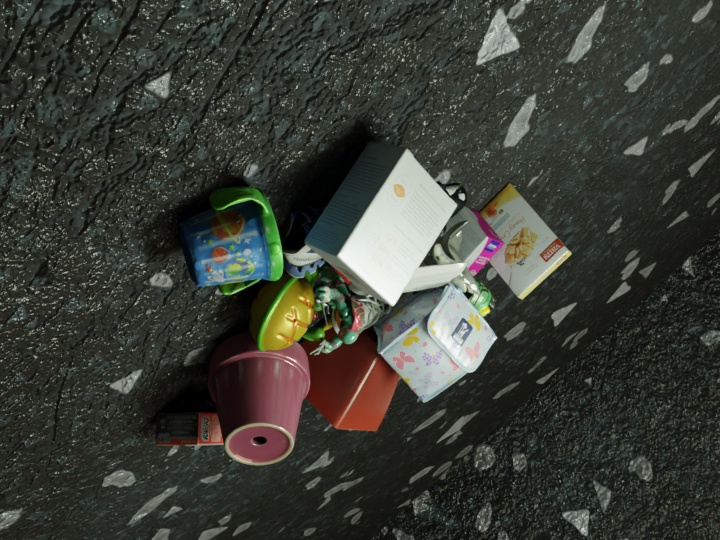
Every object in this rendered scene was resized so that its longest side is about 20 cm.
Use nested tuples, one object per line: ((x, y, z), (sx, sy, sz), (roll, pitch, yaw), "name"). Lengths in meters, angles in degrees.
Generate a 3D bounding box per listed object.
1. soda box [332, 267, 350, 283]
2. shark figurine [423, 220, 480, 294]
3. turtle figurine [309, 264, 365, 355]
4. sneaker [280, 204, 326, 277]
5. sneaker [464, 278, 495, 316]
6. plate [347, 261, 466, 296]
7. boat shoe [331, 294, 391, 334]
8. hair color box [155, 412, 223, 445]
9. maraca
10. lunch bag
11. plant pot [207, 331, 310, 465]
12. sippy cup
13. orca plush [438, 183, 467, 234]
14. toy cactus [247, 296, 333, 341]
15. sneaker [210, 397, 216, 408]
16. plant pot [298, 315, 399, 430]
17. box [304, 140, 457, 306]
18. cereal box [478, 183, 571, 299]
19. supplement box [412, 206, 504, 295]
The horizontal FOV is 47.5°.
((0.025, -0.074, 1.458), (0.199, 0.070, 0.063), (-41, 130, 4), "soda box")
((0.176, -0.046, 1.595), (0.090, 0.127, 0.215), (-51, 148, -12), "shark figurine")
((-0.040, 0.082, 1.470), (0.098, 0.202, 0.153), (3, 120, -5), "turtle figurine")
((-0.056, -0.073, 1.364), (0.197, 0.081, 0.116), (-35, 156, -3), "sneaker")
((0.179, 0.084, 1.713), (0.198, 0.079, 0.086), (-35, 120, 10), "sneaker")
((0.083, 0.020, 1.507), (0.194, 0.033, 0.200), (-7, 174, -8), "plate")
((0.020, 0.077, 1.642), (0.085, 0.076, 0.201), (-21, 178, 30), "boat shoe")
((-0.300, 0.316, 1.632), (0.109, 0.066, 0.199), (-6, 166, 28), "hair color box")
((-0.127, 0.057, 1.462), (0.201, 0.105, 0.138), (-54, 167, -32), "maraca")
((0.150, 0.134, 1.625), (0.198, 0.128, 0.170), (-36, 116, 13), "lunch bag")
((-0.187, 0.245, 1.510), (0.194, 0.182, 0.203), (-3, 135, -3), "plant pot")
((-0.194, -0.039, 1.203), (0.127, 0.139, 0.182), (-16, 109, -17), "sippy cup")
((0.137, -0.104, 1.569), (0.197, 0.072, 0.106), (-14, 145, -39), "orca plush")
((-0.144, 0.130, 1.579), (0.163, 0.104, 0.200), (11, 135, -44), "toy cactus")
((-0.232, 0.269, 1.693), (0.197, 0.077, 0.088), (-7, 146, -47), "sneaker")
((-0.021, 0.201, 1.733), (0.178, 0.199, 0.199), (-53, 152, 8), "plant pot")
((0.034, -0.077, 1.316), (0.152, 0.106, 0.202), (41, 79, -36), "box")
((0.329, -0.062, 1.733), (0.144, 0.201, 0.039), (-44, 153, 13), "cereal box")
((0.190, -0.027, 1.725), (0.201, 0.104, 0.100), (-49, 152, 19), "supplement box")
